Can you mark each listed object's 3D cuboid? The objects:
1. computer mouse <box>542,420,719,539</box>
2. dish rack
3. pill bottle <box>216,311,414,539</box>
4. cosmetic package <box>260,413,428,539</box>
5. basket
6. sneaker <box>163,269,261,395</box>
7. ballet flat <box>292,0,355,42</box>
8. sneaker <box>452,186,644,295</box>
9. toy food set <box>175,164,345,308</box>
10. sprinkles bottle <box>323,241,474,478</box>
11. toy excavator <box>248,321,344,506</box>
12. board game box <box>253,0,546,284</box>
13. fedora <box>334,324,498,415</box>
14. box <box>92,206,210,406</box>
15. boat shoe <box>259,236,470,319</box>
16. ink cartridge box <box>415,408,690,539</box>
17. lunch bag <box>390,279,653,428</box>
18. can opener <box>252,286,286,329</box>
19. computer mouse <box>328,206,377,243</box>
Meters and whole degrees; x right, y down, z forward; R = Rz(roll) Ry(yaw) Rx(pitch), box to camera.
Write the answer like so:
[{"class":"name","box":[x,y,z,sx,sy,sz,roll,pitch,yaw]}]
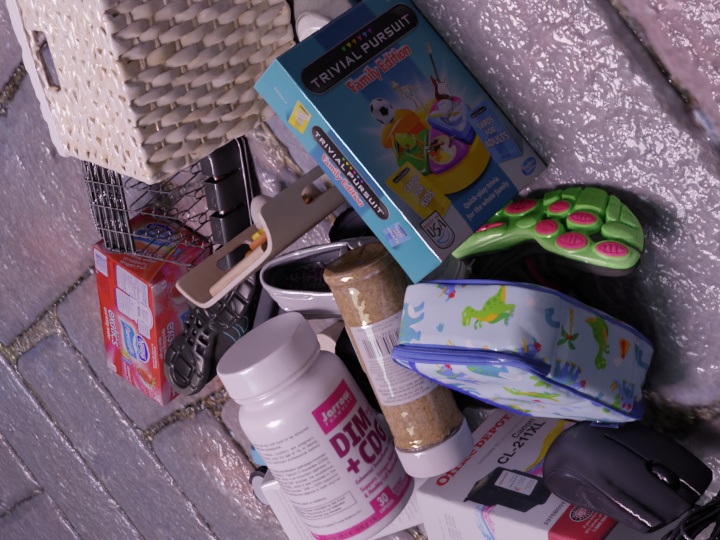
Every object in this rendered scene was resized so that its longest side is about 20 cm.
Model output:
[{"class":"computer mouse","box":[0.233,0.163,1.137,0.199,0.138,0.053,13,131,44]},{"class":"dish rack","box":[-0.203,-0.077,1.428,0.198,0.054,0.155,10,119,31]},{"class":"pill bottle","box":[-0.043,0.147,1.274,0.113,0.113,0.201,-9,119,50]},{"class":"cosmetic package","box":[0.010,0.212,1.398,0.198,0.071,0.102,-22,107,20]},{"class":"basket","box":[-0.172,-0.208,1.181,0.160,0.199,0.200,23,135,42]},{"class":"sneaker","box":[-0.154,0.049,1.518,0.075,0.079,0.201,44,124,17]},{"class":"ballet flat","box":[-0.009,-0.167,1.169,0.201,0.064,0.067,55,144,-5]},{"class":"sneaker","box":[0.160,-0.015,1.122,0.199,0.077,0.084,4,135,55]},{"class":"toy food set","box":[-0.084,-0.049,1.287,0.061,0.143,0.200,52,145,-1]},{"class":"sprinkles bottle","box":[0.034,0.077,1.182,0.068,0.068,0.202,-3,115,48]},{"class":"toy excavator","box":[-0.054,0.155,1.489,0.193,0.099,0.202,0,112,46]},{"class":"board game box","box":[0.035,-0.114,1.092,0.201,0.151,0.047,50,144,0]},{"class":"fedora","box":[0.048,0.084,1.287,0.199,0.092,0.202,28,145,22]},{"class":"box","box":[-0.233,0.043,1.572,0.099,0.095,0.202,31,140,27]},{"class":"boat shoe","box":[0.000,0.000,1.231,0.198,0.073,0.068,-1,161,31]},{"class":"ink cartridge box","box":[0.171,0.211,1.235,0.198,0.145,0.084,10,127,42]},{"class":"lunch bag","box":[0.133,0.068,1.127,0.160,0.084,0.199,2,165,44]},{"class":"can opener","box":[-0.102,0.073,1.480,0.053,0.067,0.201,37,143,16]},{"class":"computer mouse","box":[0.019,-0.041,1.244,0.059,0.034,0.200,43,156,-7]}]
